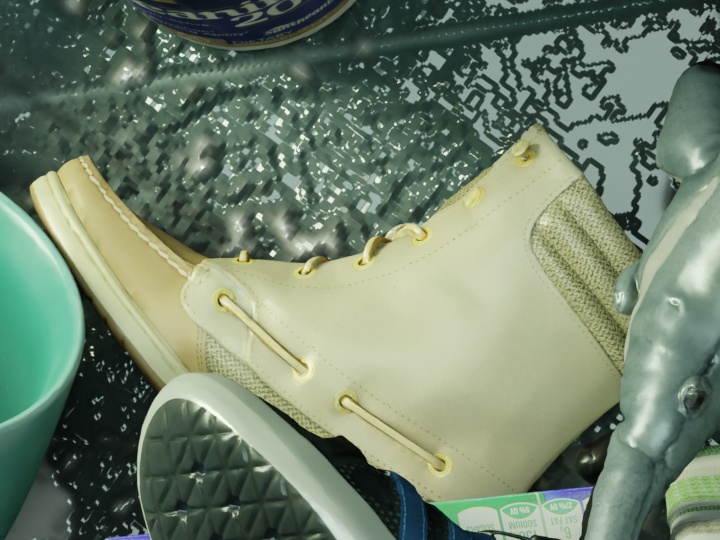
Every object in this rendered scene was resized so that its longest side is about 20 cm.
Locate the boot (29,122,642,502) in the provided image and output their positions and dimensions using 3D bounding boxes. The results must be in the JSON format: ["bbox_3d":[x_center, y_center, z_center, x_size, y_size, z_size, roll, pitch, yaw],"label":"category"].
[{"bbox_3d":[0.000,0.000,0.934,0.155,0.073,0.200,-44,78,-1],"label":"boot"}]

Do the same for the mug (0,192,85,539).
[{"bbox_3d":[-0.168,0.039,0.905,0.152,0.185,0.115,41,127,20],"label":"mug"}]

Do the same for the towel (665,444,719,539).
[{"bbox_3d":[0.168,0.083,0.845,0.148,0.200,0.031,-3,97,7],"label":"towel"}]

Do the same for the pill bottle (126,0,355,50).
[{"bbox_3d":[-0.052,-0.138,0.884,0.110,0.200,0.112,-1,86,7],"label":"pill bottle"}]

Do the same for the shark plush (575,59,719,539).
[{"bbox_3d":[0.106,0.001,0.835,0.091,0.083,0.200,43,72,-1],"label":"shark plush"}]

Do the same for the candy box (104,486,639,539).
[{"bbox_3d":[0.012,0.176,0.822,0.168,0.077,0.201,-5,70,-13],"label":"candy box"}]

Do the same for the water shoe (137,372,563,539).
[{"bbox_3d":[0.020,0.101,0.788,0.200,0.079,0.072,43,126,13],"label":"water shoe"}]
